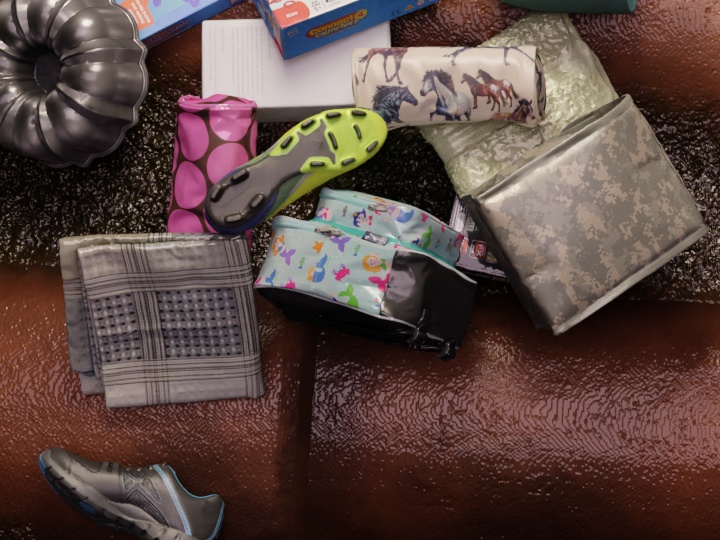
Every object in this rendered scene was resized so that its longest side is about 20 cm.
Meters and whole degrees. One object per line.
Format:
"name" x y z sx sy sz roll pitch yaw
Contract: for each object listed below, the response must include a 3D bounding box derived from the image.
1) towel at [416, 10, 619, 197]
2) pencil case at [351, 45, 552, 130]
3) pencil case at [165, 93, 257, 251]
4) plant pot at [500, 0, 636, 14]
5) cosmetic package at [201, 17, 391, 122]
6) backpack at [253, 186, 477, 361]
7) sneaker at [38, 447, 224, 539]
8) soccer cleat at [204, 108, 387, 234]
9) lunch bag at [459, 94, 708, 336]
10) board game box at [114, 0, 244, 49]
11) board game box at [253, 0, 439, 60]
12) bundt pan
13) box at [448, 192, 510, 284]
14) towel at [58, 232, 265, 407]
"towel" 0.157 -0.175 1.748 0.200 0.036 0.148 -32 80 -3
"pencil case" 0.091 -0.180 1.695 0.200 0.078 0.089 0 99 8
"pencil case" -0.157 -0.083 1.733 0.094 0.091 0.200 17 108 35
"plant pot" 0.190 -0.353 1.709 0.161 0.201 0.201 -2 81 16
"cosmetic package" -0.067 -0.212 1.788 0.200 0.074 0.102 -1 82 0
"backpack" 0.000 0.000 1.695 0.200 0.178 0.151 6 81 29
"sneaker" -0.235 0.229 1.738 0.200 0.073 0.082 30 67 1
"soccer cleat" -0.067 -0.100 1.673 0.200 0.084 0.065 -30 86 -6
"lunch bag" 0.226 -0.058 1.676 0.200 0.118 0.164 -32 95 -3
"board game box" -0.247 -0.316 1.823 0.200 0.045 0.152 -28 82 -1
"board game box" -0.029 -0.341 1.771 0.200 0.056 0.196 -23 63 -10
"bundt pan" -0.325 -0.206 1.759 0.202 0.076 0.202 1 93 21
"box" 0.182 -0.083 1.772 0.160 0.044 0.200 13 82 5
"towel" -0.204 0.052 1.722 0.200 0.035 0.193 -1 118 4
